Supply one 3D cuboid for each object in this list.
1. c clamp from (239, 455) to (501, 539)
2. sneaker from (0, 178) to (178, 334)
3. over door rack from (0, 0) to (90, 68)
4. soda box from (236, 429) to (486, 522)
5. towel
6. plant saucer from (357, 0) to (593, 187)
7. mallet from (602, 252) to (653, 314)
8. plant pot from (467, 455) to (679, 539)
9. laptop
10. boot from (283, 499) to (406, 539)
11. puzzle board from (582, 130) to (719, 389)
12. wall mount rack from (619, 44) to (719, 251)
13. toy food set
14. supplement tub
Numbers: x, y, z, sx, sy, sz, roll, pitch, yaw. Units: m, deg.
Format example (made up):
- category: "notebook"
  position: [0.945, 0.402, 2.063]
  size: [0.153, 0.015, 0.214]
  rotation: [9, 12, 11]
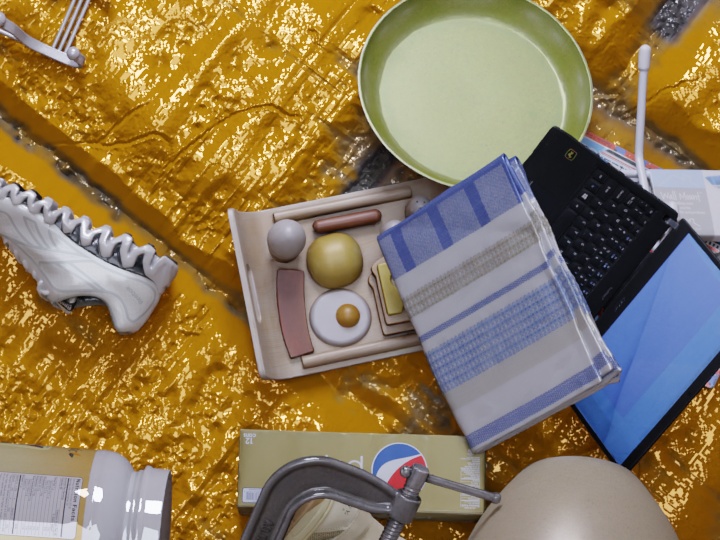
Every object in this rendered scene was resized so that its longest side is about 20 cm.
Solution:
- category: "c clamp"
  position: [-0.012, 0.223, 1.556]
  size: [0.170, 0.027, 0.201]
  rotation: [25, 105, -17]
- category: "sneaker"
  position: [-0.252, -0.015, 1.688]
  size: [0.199, 0.075, 0.082]
  rotation: [26, 87, 4]
- category: "over door rack"
  position: [-0.301, -0.273, 1.739]
  size: [0.199, 0.067, 0.149]
  rotation: [21, 78, 3]
- category: "soda box"
  position: [0.001, 0.166, 1.656]
  size: [0.198, 0.068, 0.065]
  rotation: [3, 78, -1]
- category: "towel"
  position: [0.106, 0.027, 1.617]
  size: [0.146, 0.024, 0.201]
  rotation: [-32, 73, 26]
- category: "plant saucer"
  position: [0.095, -0.148, 1.725]
  size: [0.198, 0.031, 0.202]
  rotation: [3, 64, -5]
- category: "mallet"
  position: [0.150, -0.002, 1.687]
  size: [0.198, 0.041, 0.066]
  rotation: [13, 81, -3]
- category: "plant pot"
  position: [0.167, 0.224, 1.598]
  size: [0.198, 0.201, 0.135]
  rotation: [7, 62, 0]
- category: "laptop"
  position: [0.179, 0.024, 1.614]
  size: [0.199, 0.103, 0.178]
  rotation: [34, 110, -11]
- category: "boot"
  position: [-0.036, 0.266, 1.627]
  size: [0.155, 0.073, 0.200]
  rotation: [33, 109, -20]
- category: "puzzle board"
  position: [0.238, -0.012, 1.728]
  size: [0.199, 0.017, 0.151]
  rotation: [27, 79, 3]
- category: "wall mount rack"
  position: [0.294, -0.095, 1.709]
  size: [0.198, 0.075, 0.175]
  rotation: [1, 59, -12]
- category: "toy food set"
  position: [0.000, 0.000, 1.692]
  size: [0.198, 0.060, 0.145]
  rotation: [-11, 79, -6]
- category: "supplement tub"
  position: [-0.250, 0.208, 1.601]
  size: [0.198, 0.144, 0.146]
  rotation: [5, 78, -1]
